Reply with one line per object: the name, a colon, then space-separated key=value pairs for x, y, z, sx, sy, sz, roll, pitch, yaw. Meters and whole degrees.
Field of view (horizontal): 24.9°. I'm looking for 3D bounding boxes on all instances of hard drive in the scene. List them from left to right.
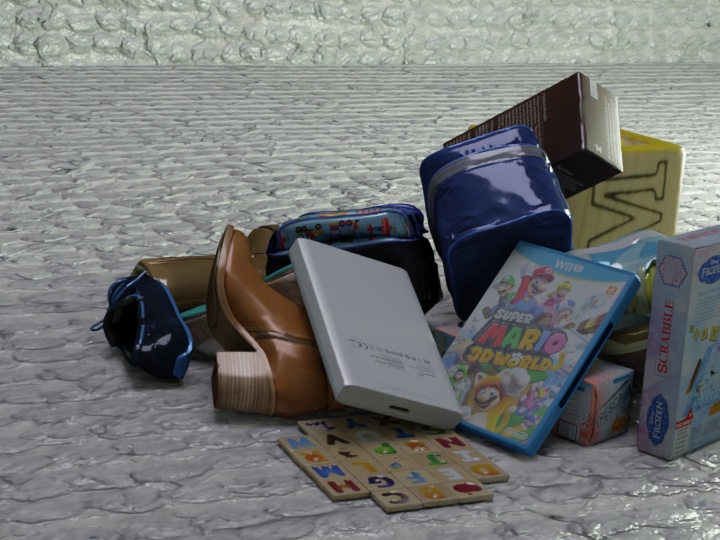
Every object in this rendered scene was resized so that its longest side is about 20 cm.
hard drive: x=0.012 y=0.057 z=1.527 sx=0.131 sy=0.026 sz=0.200 roll=17 pitch=33 yaw=-30

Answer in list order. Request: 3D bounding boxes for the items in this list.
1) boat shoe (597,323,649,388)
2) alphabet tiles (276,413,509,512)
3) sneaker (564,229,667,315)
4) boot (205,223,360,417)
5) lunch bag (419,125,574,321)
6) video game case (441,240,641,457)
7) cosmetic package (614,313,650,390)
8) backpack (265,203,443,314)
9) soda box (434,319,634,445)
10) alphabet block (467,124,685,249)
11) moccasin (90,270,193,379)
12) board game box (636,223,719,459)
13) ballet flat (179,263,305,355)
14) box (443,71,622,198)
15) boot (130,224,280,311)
boat shoe: x=0.245 y=0.093 z=1.611 sx=0.071 sy=0.066 sz=0.201 roll=-9 pitch=-5 yaw=-12
alphabet tiles: x=0.027 y=0.163 z=1.422 sx=0.166 sy=0.006 sz=0.200 roll=-2 pitch=17 yaw=-24
sneaker: x=0.269 y=0.019 z=1.606 sx=0.199 sy=0.080 sz=0.130 roll=-26 pitch=25 yaw=-29
boot: x=-0.065 y=0.047 z=1.547 sx=0.154 sy=0.077 sz=0.201 roll=2 pitch=52 yaw=-13
lunch bag: x=0.141 y=-0.048 z=1.684 sx=0.135 sy=0.200 sz=0.133 roll=-15 pitch=57 yaw=-2
video game case: x=0.154 y=0.069 z=1.525 sx=0.143 sy=0.018 sz=0.200 roll=18 pitch=65 yaw=42
cosmetic package: x=0.369 y=0.075 z=1.690 sx=0.199 sy=0.082 sz=0.113 roll=-5 pitch=18 yaw=-30
backpack: x=0.000 y=0.000 z=1.744 sx=0.182 sy=0.135 sz=0.200 roll=-5 pitch=4 yaw=12
soda box: x=0.163 y=0.104 z=1.568 sx=0.199 sy=0.064 sz=0.068 roll=19 pitch=21 yaw=41
alphabet block: x=0.245 y=-0.063 z=1.938 sx=0.196 sy=0.201 sz=0.195 roll=-6 pitch=19 yaw=-34
moccasin: x=-0.225 y=0.046 z=1.639 sx=0.068 sy=0.081 sz=0.200 roll=9 pitch=10 yaw=-26
board game box: x=0.336 y=0.056 z=1.525 sx=0.041 sy=0.201 sz=0.199 roll=16 pitch=19 yaw=40
ballet flat: x=-0.120 y=0.053 z=1.645 sx=0.199 sy=0.068 sz=0.068 roll=-23 pitch=0 yaw=33
box: x=0.184 y=-0.124 z=1.776 sx=0.075 sy=0.101 sz=0.200 roll=25 pitch=-36 yaw=-36
boot: x=-0.168 y=-0.005 z=1.880 sx=0.199 sy=0.067 sz=0.175 roll=-5 pitch=17 yaw=-25
